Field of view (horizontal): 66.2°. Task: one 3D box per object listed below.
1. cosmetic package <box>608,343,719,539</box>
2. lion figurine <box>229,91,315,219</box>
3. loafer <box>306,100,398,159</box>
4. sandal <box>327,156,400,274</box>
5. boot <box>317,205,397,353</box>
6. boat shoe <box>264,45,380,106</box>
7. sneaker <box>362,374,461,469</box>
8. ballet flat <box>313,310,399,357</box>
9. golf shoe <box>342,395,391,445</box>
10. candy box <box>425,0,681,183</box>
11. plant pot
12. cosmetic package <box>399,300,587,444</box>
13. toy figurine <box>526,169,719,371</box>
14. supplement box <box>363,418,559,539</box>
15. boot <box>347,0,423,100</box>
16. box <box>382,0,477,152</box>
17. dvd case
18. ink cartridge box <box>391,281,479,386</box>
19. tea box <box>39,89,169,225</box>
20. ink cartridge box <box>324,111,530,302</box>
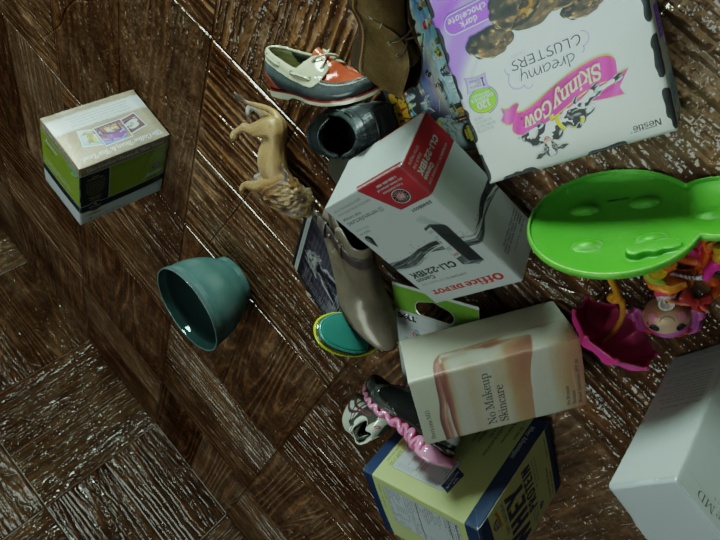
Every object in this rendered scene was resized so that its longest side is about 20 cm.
[{"bbox_3d":[0.323,0.167,0.514,0.102,0.199,0.071,51,143,2],"label":"cosmetic package"},{"bbox_3d":[-0.137,-0.178,0.864,0.121,0.072,0.203,8,120,35],"label":"lion figurine"},{"bbox_3d":[-0.028,-0.178,0.709,0.200,0.070,0.069,14,124,60],"label":"loafer"},{"bbox_3d":[0.008,-0.079,0.787,0.081,0.054,0.202,-27,91,53],"label":"sandal"},{"bbox_3d":[0.000,0.000,0.733,0.201,0.070,0.147,59,164,19],"label":"boot"},{"bbox_3d":[-0.057,-0.256,0.717,0.199,0.071,0.063,23,131,41],"label":"boat shoe"},{"bbox_3d":[0.081,0.192,0.795,0.079,0.096,0.199,25,-176,-40],"label":"sneaker"},{"bbox_3d":[-0.002,0.098,0.830,0.067,0.198,0.068,-29,70,44],"label":"ballet flat"},{"bbox_3d":[0.002,0.290,1.064,0.077,0.088,0.200,50,145,2],"label":"golf shoe"},{"bbox_3d":[0.165,-0.198,0.481,0.166,0.072,0.202,-12,109,36],"label":"candy box"},{"bbox_3d":[-0.323,0.052,1.195,0.199,0.134,0.202,28,137,30],"label":"plant pot"},{"bbox_3d":[0.156,0.122,0.665,0.197,0.088,0.104,-16,116,5],"label":"cosmetic package"},{"bbox_3d":[0.278,0.016,0.540,0.197,0.151,0.185,-7,130,23],"label":"toy figurine"},{"bbox_3d":[0.151,0.304,0.811,0.198,0.200,0.136,10,129,44],"label":"supplement box"},{"bbox_3d":[0.035,-0.237,0.522,0.076,0.073,0.200,47,171,11],"label":"boot"},{"bbox_3d":[0.079,-0.227,0.610,0.136,0.040,0.202,-3,116,50],"label":"box"},{"bbox_3d":[-0.052,0.016,0.925,0.201,0.016,0.149,56,147,25],"label":"dvd case"},{"bbox_3d":[0.130,0.106,0.787,0.147,0.075,0.202,17,126,40],"label":"ink cartridge box"},{"bbox_3d":[-0.522,-0.232,1.137,0.134,0.199,0.197,49,142,6],"label":"tea box"},{"bbox_3d":[0.082,-0.060,0.637,0.199,0.084,0.144,38,148,-23],"label":"ink cartridge box"}]
